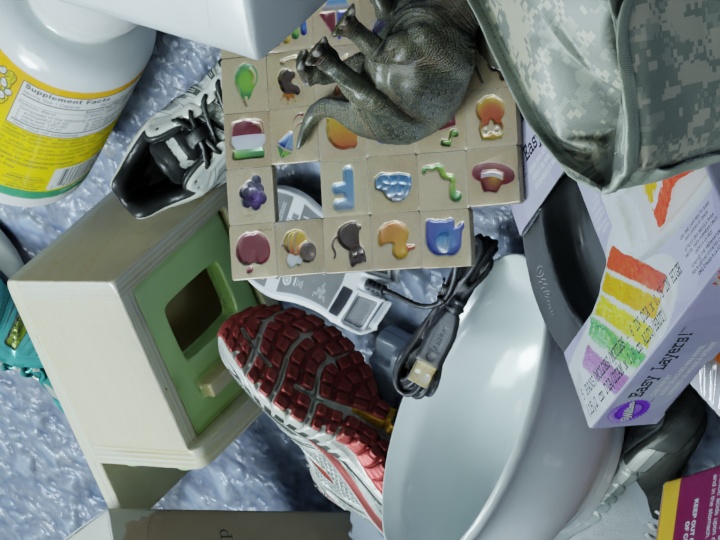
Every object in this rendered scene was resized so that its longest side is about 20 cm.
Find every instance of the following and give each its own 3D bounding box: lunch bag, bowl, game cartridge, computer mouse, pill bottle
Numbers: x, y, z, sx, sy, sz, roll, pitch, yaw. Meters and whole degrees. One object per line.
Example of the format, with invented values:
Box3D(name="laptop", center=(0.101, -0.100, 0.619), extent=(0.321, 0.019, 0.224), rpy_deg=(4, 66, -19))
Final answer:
Box3D(name="lunch bag", center=(0.147, -0.143, 1.394), extent=(0.118, 0.163, 0.201), rpy_deg=(-44, 69, 51))
Box3D(name="bowl", center=(0.097, 0.099, 1.681), extent=(0.090, 0.202, 0.201), rpy_deg=(21, 144, -18))
Box3D(name="game cartridge", center=(0.059, 0.139, 1.848), extent=(0.133, 0.040, 0.201), rpy_deg=(31, 138, 23))
Box3D(name="computer mouse", center=(0.000, 0.000, 1.757), extent=(0.199, 0.044, 0.110), rpy_deg=(28, 103, 41))
Box3D(name="pill bottle", center=(-0.195, -0.138, 1.781), extent=(0.113, 0.113, 0.200), rpy_deg=(42, 141, 5))

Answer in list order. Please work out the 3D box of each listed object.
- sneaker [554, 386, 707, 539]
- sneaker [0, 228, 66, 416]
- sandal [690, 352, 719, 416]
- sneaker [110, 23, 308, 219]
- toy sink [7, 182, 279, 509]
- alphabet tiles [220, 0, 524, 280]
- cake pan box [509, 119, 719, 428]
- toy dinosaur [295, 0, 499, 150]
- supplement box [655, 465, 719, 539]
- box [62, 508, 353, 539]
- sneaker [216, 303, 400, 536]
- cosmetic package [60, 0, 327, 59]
Box3D(name="sneaker", center=(0.188, 0.148, 1.726), extent=(0.115, 0.075, 0.200), rpy_deg=(37, 145, -3))
Box3D(name="sneaker", center=(-0.256, 0.045, 2.011), extent=(0.200, 0.080, 0.078), rpy_deg=(45, 140, 1))
Box3D(name="sandal", center=(0.201, 0.010, 1.607), extent=(0.207, 0.059, 0.079), rpy_deg=(49, 135, 31))
Box3D(name="sneaker", center=(-0.085, -0.088, 1.746), extent=(0.076, 0.088, 0.200), rpy_deg=(49, 138, 0))
Box3D(name="toy sink", center=(-0.123, 0.057, 1.867), extent=(0.112, 0.130, 0.201), rpy_deg=(1, 122, 40))
Box3D(name="alphabet tiles", center=(0.005, -0.083, 1.649), extent=(0.199, 0.008, 0.169), rpy_deg=(-3, 89, 30))
Box3D(name="cake pan box", center=(0.152, -0.037, 1.536), extent=(0.200, 0.052, 0.185), rpy_deg=(123, 139, -51))
Box3D(name="toy dinosaur", center=(0.022, -0.110, 1.589), extent=(0.102, 0.077, 0.200), rpy_deg=(33, 125, -10))
Box3D(name="supplement box", center=(0.277, 0.166, 1.590), extent=(0.130, 0.104, 0.200), rpy_deg=(27, 149, -28))
Box3D(name="box", center=(-0.097, 0.217, 1.913), extent=(0.078, 0.199, 0.096), rpy_deg=(-37, 58, 50))
Box3D(name="sneaker", center=(-0.019, 0.106, 1.804), extent=(0.200, 0.078, 0.082), rpy_deg=(45, 141, 3))
Box3D(name="cosmetic package", center=(-0.099, -0.249, 1.565), extent=(0.199, 0.166, 0.168), rpy_deg=(19, 133, 28))
